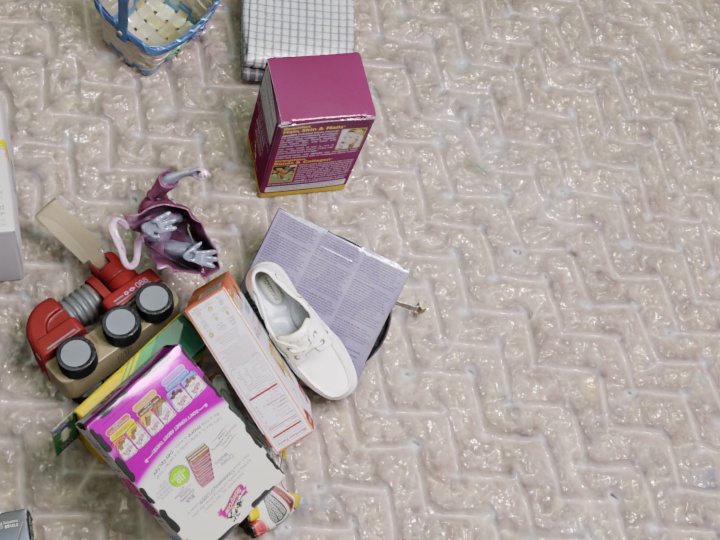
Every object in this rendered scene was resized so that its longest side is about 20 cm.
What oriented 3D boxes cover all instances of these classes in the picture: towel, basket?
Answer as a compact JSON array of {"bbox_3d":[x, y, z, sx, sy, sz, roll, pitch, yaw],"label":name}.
[{"bbox_3d":[-0.096,-0.367,1.522,0.165,0.086,0.201,2,68,-11],"label":"towel"},{"bbox_3d":[-0.272,-0.377,1.413,0.139,0.200,0.177,37,65,4],"label":"basket"}]

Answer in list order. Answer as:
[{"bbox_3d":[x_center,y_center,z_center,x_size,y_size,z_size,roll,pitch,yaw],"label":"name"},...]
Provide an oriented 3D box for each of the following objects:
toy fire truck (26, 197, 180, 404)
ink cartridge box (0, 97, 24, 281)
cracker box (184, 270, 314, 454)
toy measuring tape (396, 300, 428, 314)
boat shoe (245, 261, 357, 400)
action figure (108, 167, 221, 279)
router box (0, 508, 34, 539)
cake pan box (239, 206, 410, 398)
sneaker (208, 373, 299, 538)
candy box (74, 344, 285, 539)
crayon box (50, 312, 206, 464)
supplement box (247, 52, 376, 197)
[{"bbox_3d":[-0.344,0.031,1.274,0.176,0.129,0.200,-37,68,-24],"label":"toy fire truck"},{"bbox_3d":[-0.500,-0.099,1.268,0.147,0.145,0.201,-8,68,-16],"label":"ink cartridge box"},{"bbox_3d":[-0.130,0.105,1.235,0.058,0.134,0.201,-30,100,-1],"label":"cracker box"},{"bbox_3d":[0.000,0.000,1.393,0.199,0.074,0.074,16,64,-6],"label":"toy measuring tape"},{"bbox_3d":[-0.077,0.079,1.270,0.071,0.069,0.200,-38,92,1],"label":"boat shoe"},{"bbox_3d":[-0.247,-0.051,1.310,0.148,0.200,0.135,-19,115,-16],"label":"action figure"},{"bbox_3d":[-0.452,0.357,1.128,0.199,0.062,0.150,-9,68,-17],"label":"router box"},{"bbox_3d":[-0.055,0.042,1.328,0.199,0.052,0.185,25,94,-1],"label":"cake pan box"},{"bbox_3d":[-0.140,0.219,1.265,0.082,0.078,0.201,-21,83,-25],"label":"sneaker"},{"bbox_3d":[-0.198,0.201,1.151,0.136,0.061,0.200,-42,104,-25],"label":"candy box"},{"bbox_3d":[-0.271,0.152,1.227,0.052,0.126,0.200,43,65,7],"label":"crayon box"},{"bbox_3d":[-0.071,-0.191,1.384,0.130,0.200,0.104,-6,69,-17],"label":"supplement box"}]
